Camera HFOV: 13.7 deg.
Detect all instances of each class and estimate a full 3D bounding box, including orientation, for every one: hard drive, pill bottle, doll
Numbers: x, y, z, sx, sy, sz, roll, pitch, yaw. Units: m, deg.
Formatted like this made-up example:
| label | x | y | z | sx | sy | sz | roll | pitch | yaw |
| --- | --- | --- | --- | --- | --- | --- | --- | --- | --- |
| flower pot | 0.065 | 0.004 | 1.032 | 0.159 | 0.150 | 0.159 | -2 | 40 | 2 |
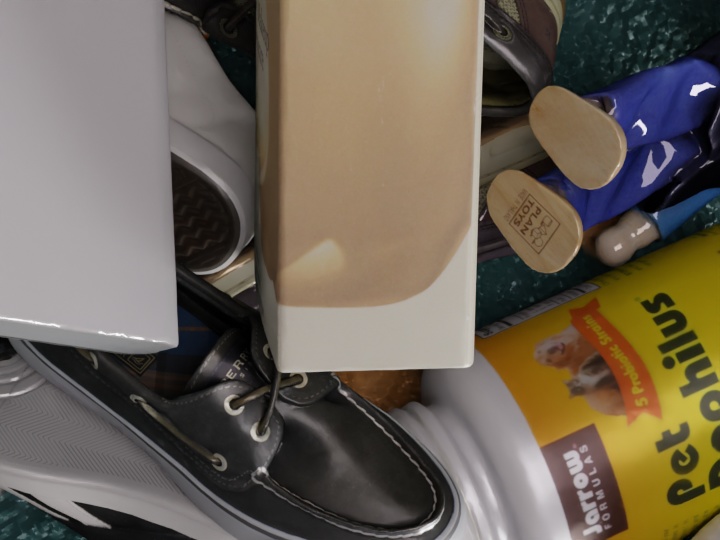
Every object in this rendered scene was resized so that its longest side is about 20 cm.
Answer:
| label | x | y | z | sx | sy | sz | roll | pitch | yaw |
| --- | --- | --- | --- | --- | --- | --- | --- | --- | --- |
| hard drive | -0.119 | -0.077 | 1.025 | 0.132 | 0.026 | 0.201 | 10 | 72 | -46 |
| pill bottle | 0.099 | 0.059 | 1.187 | 0.200 | 0.109 | 0.109 | -24 | 102 | -13 |
| doll | 0.127 | -0.052 | 1.175 | 0.200 | 0.048 | 0.137 | -20 | 144 | -49 |

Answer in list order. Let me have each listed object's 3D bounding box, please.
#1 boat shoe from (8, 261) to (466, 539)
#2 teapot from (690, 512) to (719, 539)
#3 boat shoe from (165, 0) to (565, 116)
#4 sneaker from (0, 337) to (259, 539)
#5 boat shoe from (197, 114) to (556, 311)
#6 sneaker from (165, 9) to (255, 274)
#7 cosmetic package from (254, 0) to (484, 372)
| label | x | y | z | sx | sy | sz | roll | pitch | yaw |
| --- | --- | --- | --- | --- | --- | --- | --- | --- | --- |
| boat shoe | -0.050 | 0.044 | 1.078 | 0.200 | 0.057 | 0.069 | 31 | 63 | 14 |
| teapot | 0.207 | 0.176 | 1.180 | 0.197 | 0.146 | 0.200 | -33 | 142 | 0 |
| boat shoe | -0.018 | -0.107 | 1.116 | 0.200 | 0.066 | 0.072 | 16 | 126 | -10 |
| sneaker | -0.103 | 0.085 | 1.152 | 0.200 | 0.112 | 0.073 | 23 | 56 | 12 |
| boat shoe | 0.000 | 0.000 | 1.173 | 0.200 | 0.072 | 0.065 | -28 | 98 | -18 |
| sneaker | -0.113 | -0.083 | 1.143 | 0.200 | 0.085 | 0.073 | 40 | 128 | -3 |
| cosmetic package | 0.001 | -0.075 | 1.042 | 0.071 | 0.105 | 0.201 | -2 | 109 | -6 |
